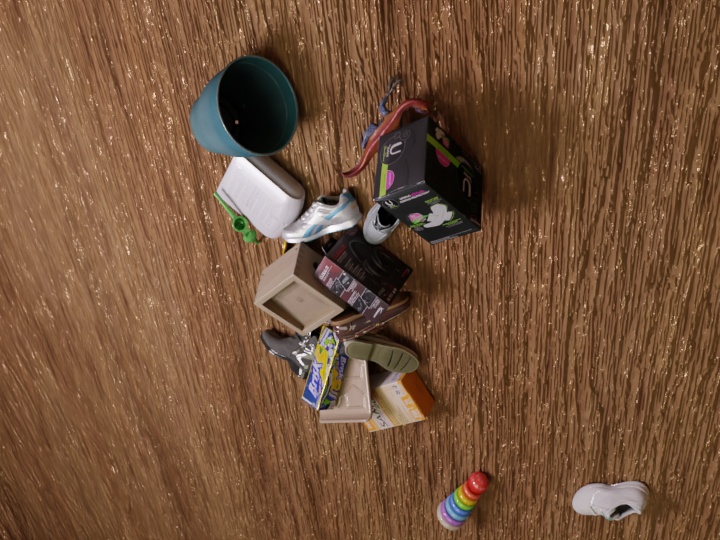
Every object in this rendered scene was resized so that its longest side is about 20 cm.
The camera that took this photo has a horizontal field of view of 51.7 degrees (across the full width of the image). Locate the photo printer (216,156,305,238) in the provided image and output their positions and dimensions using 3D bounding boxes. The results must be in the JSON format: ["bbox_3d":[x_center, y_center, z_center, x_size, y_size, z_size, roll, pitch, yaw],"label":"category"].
[{"bbox_3d":[-0.227,-0.180,1.738,0.199,0.070,0.167,39,134,0],"label":"photo printer"}]

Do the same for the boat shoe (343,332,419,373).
[{"bbox_3d":[0.053,0.190,1.819,0.196,0.069,0.076,20,118,-18],"label":"boat shoe"}]

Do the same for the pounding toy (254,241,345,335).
[{"bbox_3d":[-0.126,0.047,1.754,0.199,0.144,0.183,35,133,-27],"label":"pounding toy"}]

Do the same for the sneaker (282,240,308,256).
[{"bbox_3d":[-0.169,-0.017,1.814,0.072,0.077,0.203,18,131,16],"label":"sneaker"}]

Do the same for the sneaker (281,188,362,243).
[{"bbox_3d":[-0.096,-0.123,1.687,0.196,0.077,0.082,-19,112,18],"label":"sneaker"}]

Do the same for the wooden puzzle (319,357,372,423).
[{"bbox_3d":[-0.039,0.286,1.910,0.183,0.046,0.205,-11,78,41],"label":"wooden puzzle"}]

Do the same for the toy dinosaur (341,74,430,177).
[{"bbox_3d":[0.065,-0.270,1.454,0.104,0.203,0.181,28,166,-11],"label":"toy dinosaur"}]

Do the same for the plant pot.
[{"bbox_3d":[-0.263,-0.331,1.584,0.186,0.200,0.203,-5,121,50],"label":"plant pot"}]

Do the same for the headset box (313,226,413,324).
[{"bbox_3d":[0.000,0.000,1.675,0.199,0.149,0.078,38,132,2],"label":"headset box"}]

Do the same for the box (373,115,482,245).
[{"bbox_3d":[0.133,-0.168,1.424,0.122,0.152,0.199,-15,147,36],"label":"box"}]

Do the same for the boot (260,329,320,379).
[{"bbox_3d":[-0.172,0.181,1.970,0.199,0.067,0.133,36,113,27],"label":"boot"}]

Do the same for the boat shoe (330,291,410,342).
[{"bbox_3d":[0.029,0.110,1.754,0.196,0.071,0.072,-19,113,8],"label":"boat shoe"}]

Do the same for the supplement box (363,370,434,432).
[{"bbox_3d":[0.075,0.332,1.914,0.198,0.074,0.127,-23,107,40],"label":"supplement box"}]

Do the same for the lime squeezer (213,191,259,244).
[{"bbox_3d":[-0.281,-0.110,1.780,0.037,0.071,0.201,-27,137,9],"label":"lime squeezer"}]

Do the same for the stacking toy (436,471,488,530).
[{"bbox_3d":[0.282,0.611,1.988,0.084,0.086,0.202,33,128,5],"label":"stacking toy"}]

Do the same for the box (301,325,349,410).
[{"bbox_3d":[-0.081,0.247,1.879,0.069,0.064,0.204,25,102,41],"label":"box"}]

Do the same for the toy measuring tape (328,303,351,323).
[{"bbox_3d":[-0.056,0.103,1.837,0.196,0.074,0.075,5,124,28],"label":"toy measuring tape"}]

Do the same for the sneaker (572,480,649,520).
[{"bbox_3d":[0.583,0.557,1.759,0.198,0.089,0.076,-30,106,41],"label":"sneaker"}]

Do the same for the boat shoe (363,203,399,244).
[{"bbox_3d":[0.053,-0.120,1.611,0.070,0.072,0.202,38,133,1],"label":"boat shoe"}]
